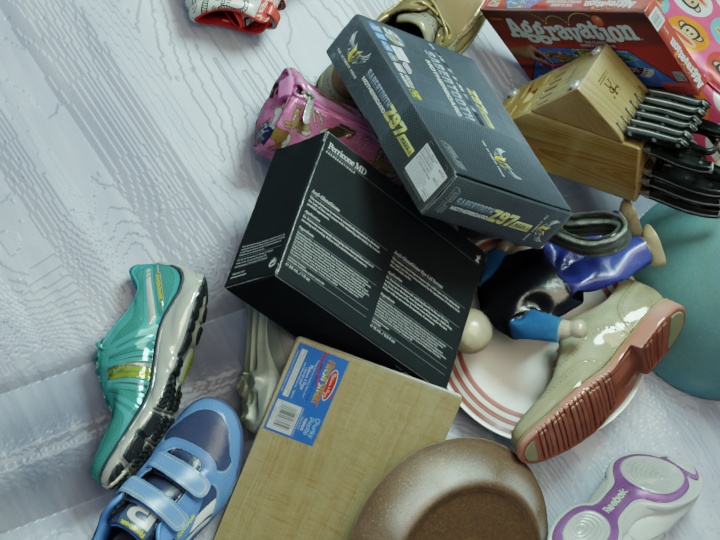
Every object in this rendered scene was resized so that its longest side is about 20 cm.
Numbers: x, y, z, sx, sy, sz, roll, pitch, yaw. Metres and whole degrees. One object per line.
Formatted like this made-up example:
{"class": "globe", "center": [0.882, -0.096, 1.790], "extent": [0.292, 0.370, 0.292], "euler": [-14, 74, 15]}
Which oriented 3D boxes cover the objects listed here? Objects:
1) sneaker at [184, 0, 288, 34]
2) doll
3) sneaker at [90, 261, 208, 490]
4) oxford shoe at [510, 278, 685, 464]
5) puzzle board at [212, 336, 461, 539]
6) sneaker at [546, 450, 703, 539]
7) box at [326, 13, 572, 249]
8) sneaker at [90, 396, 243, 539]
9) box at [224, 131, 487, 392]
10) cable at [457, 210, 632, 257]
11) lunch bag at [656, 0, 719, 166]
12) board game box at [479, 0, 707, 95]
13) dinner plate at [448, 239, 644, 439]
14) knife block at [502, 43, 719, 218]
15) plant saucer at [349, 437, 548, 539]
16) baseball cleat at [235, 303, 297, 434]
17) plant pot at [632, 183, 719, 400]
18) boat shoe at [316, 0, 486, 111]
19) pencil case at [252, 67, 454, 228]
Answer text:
{"class": "sneaker", "center": [-0.065, -0.269, 1.631], "extent": [0.199, 0.067, 0.109], "euler": [-6, 81, -12]}
{"class": "doll", "center": [0.166, 0.014, 1.594], "extent": [0.199, 0.049, 0.137], "euler": [-28, 47, -5]}
{"class": "sneaker", "center": [-0.188, 0.088, 1.535], "extent": [0.079, 0.078, 0.202], "euler": [14, 70, 9]}
{"class": "oxford shoe", "center": [0.193, 0.087, 1.588], "extent": [0.200, 0.071, 0.074], "euler": [-41, 57, -20]}
{"class": "puzzle board", "center": [-0.021, 0.168, 1.535], "extent": [0.150, 0.017, 0.201], "euler": [20, 104, -10]}
{"class": "sneaker", "center": [0.224, 0.228, 1.610], "extent": [0.199, 0.100, 0.075], "euler": [-27, 52, -36]}
{"class": "box", "center": [0.075, -0.117, 1.538], "extent": [0.157, 0.051, 0.201], "euler": [16, 37, -45]}
{"class": "sneaker", "center": [-0.161, 0.192, 1.490], "extent": [0.074, 0.082, 0.201], "euler": [28, 78, 13]}
{"class": "box", "center": [0.000, 0.000, 1.540], "extent": [0.200, 0.079, 0.142], "euler": [36, 61, -29]}
{"class": "cable", "center": [0.149, -0.051, 1.590], "extent": [0.097, 0.200, 0.051], "euler": [-26, 114, -18]}
{"class": "lunch bag", "center": [0.341, -0.189, 1.691], "extent": [0.200, 0.082, 0.176], "euler": [47, 48, 10]}
{"class": "board game box", "center": [0.202, -0.198, 1.602], "extent": [0.020, 0.199, 0.103], "euler": [-54, 125, -20]}
{"class": "dinner plate", "center": [0.160, 0.057, 1.633], "extent": [0.198, 0.024, 0.202], "euler": [1, 74, -4]}
{"class": "knife block", "center": [0.227, -0.104, 1.606], "extent": [0.176, 0.199, 0.064], "euler": [47, 55, -15]}
{"class": "plant saucer", "center": [0.083, 0.242, 1.537], "extent": [0.199, 0.037, 0.202], "euler": [-8, 107, -26]}
{"class": "baseball cleat", "center": [-0.054, 0.048, 1.579], "extent": [0.106, 0.070, 0.202], "euler": [13, 79, -27]}
{"class": "plant pot", "center": [0.348, 0.009, 1.646], "extent": [0.198, 0.135, 0.202], "euler": [3, 79, -14]}
{"class": "boat shoe", "center": [0.049, -0.208, 1.647], "extent": [0.200, 0.066, 0.074], "euler": [-42, 91, -18]}
{"class": "pencil case", "center": [0.005, -0.101, 1.600], "extent": [0.199, 0.087, 0.083], "euler": [26, 102, -12]}
